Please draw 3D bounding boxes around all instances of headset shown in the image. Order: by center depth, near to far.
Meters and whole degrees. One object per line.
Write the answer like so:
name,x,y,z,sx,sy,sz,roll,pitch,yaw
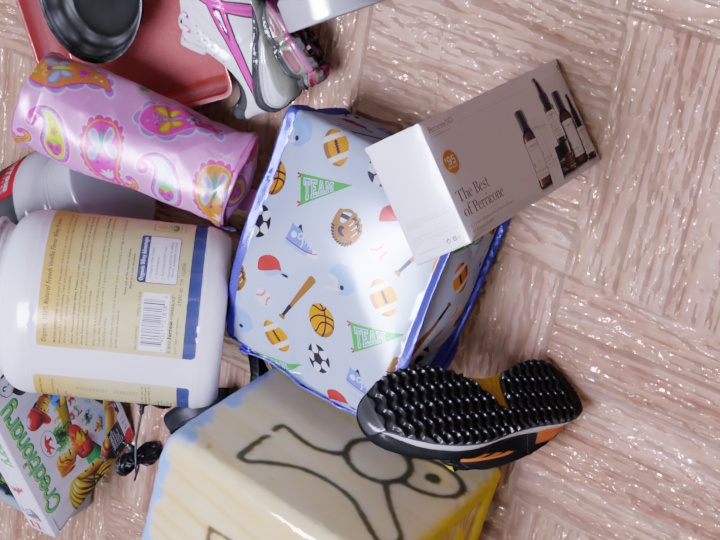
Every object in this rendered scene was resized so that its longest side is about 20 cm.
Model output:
headset,-0.152,0.109,1.320,0.124,0.094,0.200,46,111,15

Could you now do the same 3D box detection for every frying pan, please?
frying pan,-0.242,-0.245,1.211,0.190,0.031,0.116,37,124,21

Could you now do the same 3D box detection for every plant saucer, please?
plant saucer,-0.198,-0.223,1.233,0.199,0.037,0.201,-11,101,35

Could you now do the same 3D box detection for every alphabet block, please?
alphabet block,-0.037,0.215,1.164,0.199,0.195,0.198,29,123,22

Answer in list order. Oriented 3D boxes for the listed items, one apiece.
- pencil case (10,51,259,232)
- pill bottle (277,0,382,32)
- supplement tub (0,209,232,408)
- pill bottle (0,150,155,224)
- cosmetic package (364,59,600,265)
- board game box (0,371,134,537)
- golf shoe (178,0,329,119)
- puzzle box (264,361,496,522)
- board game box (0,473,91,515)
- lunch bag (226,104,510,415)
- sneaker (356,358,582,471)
pencil case,-0.175,-0.103,1.191,0.198,0.088,0.088,22,120,3
pill bottle,-0.045,-0.278,1.063,0.110,0.110,0.202,-13,100,36
supplement tub,-0.205,0.029,1.178,0.198,0.145,0.146,6,115,-5
pill bottle,-0.280,-0.041,1.305,0.199,0.114,0.115,-23,94,37
cosmetic package,0.087,-0.077,0.996,0.050,0.200,0.083,-24,94,38
board game box,-0.271,0.124,1.308,0.034,0.127,0.201,17,143,27
golf shoe,-0.110,-0.208,1.128,0.092,0.073,0.201,-30,99,14
puzzle box,0.014,0.132,1.233,0.133,0.025,0.201,-27,91,36
board game box,-0.322,0.123,1.428,0.147,0.064,0.202,22,117,25
lunch bag,0.000,0.000,1.124,0.169,0.124,0.202,27,104,23
sneaker,0.070,0.120,1.089,0.090,0.199,0.070,-56,51,37
